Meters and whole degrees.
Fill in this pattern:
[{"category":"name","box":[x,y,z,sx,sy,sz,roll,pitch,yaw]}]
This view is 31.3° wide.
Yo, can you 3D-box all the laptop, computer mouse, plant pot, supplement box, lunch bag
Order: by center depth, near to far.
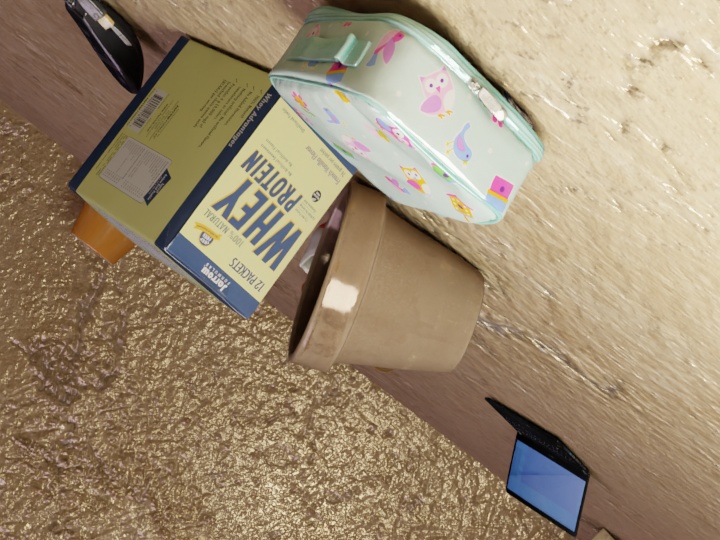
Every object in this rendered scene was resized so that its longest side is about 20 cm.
[{"category":"lunch bag","box":[0.028,-0.113,0.894,0.160,0.077,0.199,43,170,-28]},{"category":"supplement box","box":[-0.147,-0.097,1.285,0.199,0.201,0.134,29,170,45]},{"category":"plant pot","box":[0.034,0.028,1.361,0.172,0.203,0.200,20,174,-6]},{"category":"computer mouse","box":[-0.281,-0.277,1.416,0.201,0.046,0.140,56,167,-31]},{"category":"laptop","box":[0.288,0.331,2.172,0.176,0.104,0.200,28,168,46]},{"category":"plant pot","box":[-0.579,-0.123,3.033,0.199,0.184,0.200,35,172,6]}]

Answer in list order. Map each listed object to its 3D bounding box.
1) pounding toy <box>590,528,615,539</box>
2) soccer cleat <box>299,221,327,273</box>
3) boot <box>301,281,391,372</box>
[{"category":"pounding toy","box":[0.543,0.679,2.845,0.142,0.184,0.200,46,176,21]},{"category":"soccer cleat","box":[0.000,0.000,1.608,0.199,0.086,0.069,30,170,43]},{"category":"boot","box":[-0.023,0.092,2.239,0.200,0.077,0.155,42,169,-17]}]
